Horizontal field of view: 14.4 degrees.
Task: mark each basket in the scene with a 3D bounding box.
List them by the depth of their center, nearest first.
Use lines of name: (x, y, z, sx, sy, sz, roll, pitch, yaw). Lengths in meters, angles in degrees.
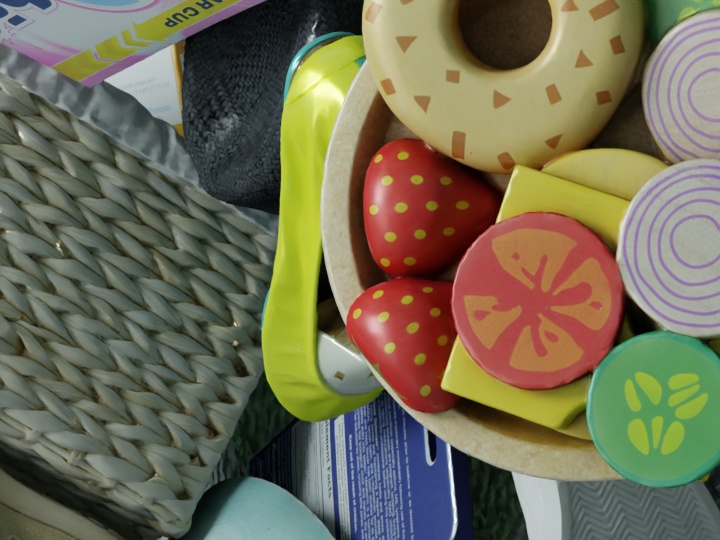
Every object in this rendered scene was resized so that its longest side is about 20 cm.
basket: (-0.160, 0.014, 1.283, 0.198, 0.200, 0.161, -18, 43, 58)

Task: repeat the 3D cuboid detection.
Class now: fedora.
fedora: (-0.017, -0.082, 1.172, 0.200, 0.091, 0.201, 23, 118, 54)

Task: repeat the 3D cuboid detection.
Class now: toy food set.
toy food set: (0.080, -0.026, 0.988, 0.198, 0.049, 0.200, 18, 91, 16)

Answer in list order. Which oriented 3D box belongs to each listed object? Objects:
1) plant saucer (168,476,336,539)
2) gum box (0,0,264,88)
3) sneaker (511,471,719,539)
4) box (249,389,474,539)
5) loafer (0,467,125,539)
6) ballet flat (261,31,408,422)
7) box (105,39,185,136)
plant saucer: (-0.047, 0.190, 1.234, 0.200, 0.036, 0.200, 26, 122, 52)
gum box: (-0.097, -0.146, 1.112, 0.200, 0.113, 0.066, -19, 50, 55)
sneaker: (0.084, 0.075, 1.099, 0.116, 0.074, 0.200, -139, 33, -72)
box: (0.005, 0.098, 1.220, 0.200, 0.032, 0.121, 132, 141, -54)
loafer: (-0.157, 0.123, 1.204, 0.200, 0.067, 0.076, 36, 158, -9)
ballet flat: (0.000, 0.000, 1.109, 0.067, 0.067, 0.200, 43, 146, 37)
box: (-0.109, -0.146, 1.339, 0.119, 0.041, 0.200, -6, 92, 58)
